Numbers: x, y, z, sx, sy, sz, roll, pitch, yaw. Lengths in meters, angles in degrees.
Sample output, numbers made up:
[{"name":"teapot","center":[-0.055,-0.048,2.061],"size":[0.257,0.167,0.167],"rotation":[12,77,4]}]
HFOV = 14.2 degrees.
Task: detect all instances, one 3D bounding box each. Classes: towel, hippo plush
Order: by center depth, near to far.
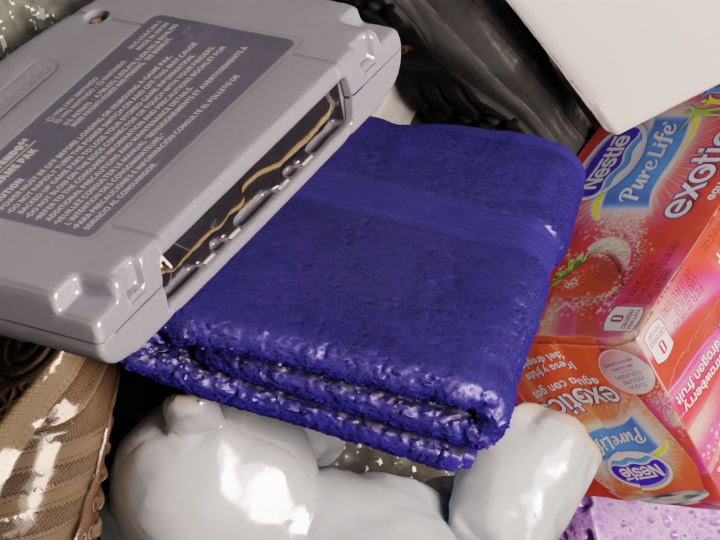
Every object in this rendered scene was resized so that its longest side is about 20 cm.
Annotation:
[{"name":"towel","center":[0.000,0.000,1.095],"size":[0.148,0.050,0.200],"rotation":[12,30,6]},{"name":"hippo plush","center":[-0.022,0.112,1.099],"size":[0.161,0.159,0.200],"rotation":[29,45,4]}]

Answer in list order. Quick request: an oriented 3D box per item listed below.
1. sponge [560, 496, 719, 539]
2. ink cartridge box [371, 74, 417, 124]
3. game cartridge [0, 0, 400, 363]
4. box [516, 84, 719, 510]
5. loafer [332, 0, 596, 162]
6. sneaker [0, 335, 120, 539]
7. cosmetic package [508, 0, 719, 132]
[{"name":"sponge","center":[0.125,0.071,1.263],"size":[0.112,0.030,0.200],"rotation":[-12,87,-38]},{"name":"ink cartridge box","center":[-0.024,-0.165,1.208],"size":[0.200,0.057,0.163],"rotation":[55,51,-40]},{"name":"game cartridge","center":[-0.090,-0.043,1.063],"size":[0.200,0.133,0.041],"rotation":[-46,143,-40]},{"name":"box","center":[0.141,-0.007,1.203],"size":[0.200,0.095,0.100],"rotation":[-54,127,-31]},{"name":"loafer","center":[0.042,-0.106,1.198],"size":[0.201,0.068,0.070],"rotation":[44,67,-37]},{"name":"sneaker","center":[-0.127,0.080,1.060],"size":[0.076,0.070,0.200],"rotation":[45,61,-40]},{"name":"cosmetic package","center":[0.100,-0.204,1.177],"size":[0.200,0.123,0.199],"rotation":[49,29,-31]}]
